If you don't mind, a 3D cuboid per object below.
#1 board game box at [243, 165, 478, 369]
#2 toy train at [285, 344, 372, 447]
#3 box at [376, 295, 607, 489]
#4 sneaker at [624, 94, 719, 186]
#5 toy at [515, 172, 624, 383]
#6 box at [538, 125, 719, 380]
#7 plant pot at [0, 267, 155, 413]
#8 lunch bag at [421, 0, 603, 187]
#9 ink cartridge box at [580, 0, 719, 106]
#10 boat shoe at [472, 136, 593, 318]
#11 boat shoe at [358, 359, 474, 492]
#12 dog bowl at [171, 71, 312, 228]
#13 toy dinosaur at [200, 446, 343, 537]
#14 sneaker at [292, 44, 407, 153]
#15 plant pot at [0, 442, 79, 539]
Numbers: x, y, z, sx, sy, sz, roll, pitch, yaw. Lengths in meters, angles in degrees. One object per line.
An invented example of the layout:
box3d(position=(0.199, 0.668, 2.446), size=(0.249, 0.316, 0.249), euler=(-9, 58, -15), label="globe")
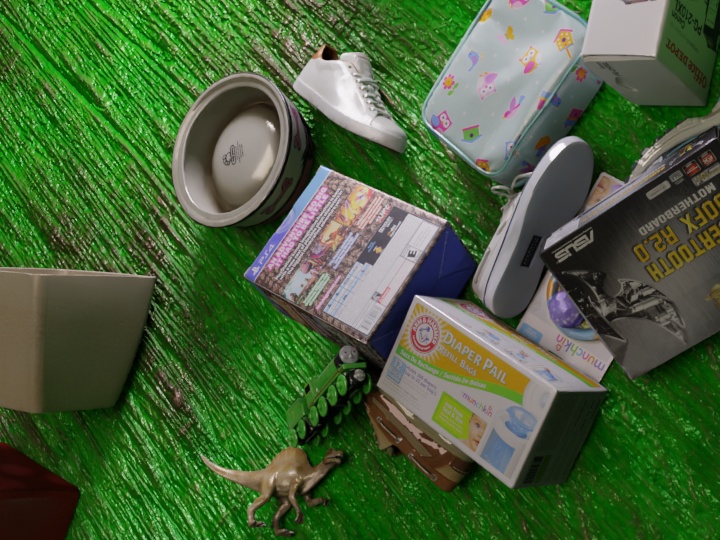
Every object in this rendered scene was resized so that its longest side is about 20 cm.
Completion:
box3d(position=(0.000, 0.000, 1.327), size=(0.199, 0.097, 0.160), euler=(27, 76, 38), label="board game box")
box3d(position=(-0.039, 0.142, 1.329), size=(0.200, 0.041, 0.057), euler=(128, 135, -53), label="toy train")
box3d(position=(0.130, 0.119, 1.214), size=(0.199, 0.101, 0.114), euler=(33, 107, 38), label="box")
box3d(position=(0.338, -0.107, 1.130), size=(0.199, 0.078, 0.087), euler=(-39, 67, 8), label="sneaker")
box3d(position=(0.233, 0.007, 1.209), size=(0.115, 0.047, 0.201), euler=(35, 99, 39), label="toy")
box3d(position=(0.292, -0.013, 1.116), size=(0.199, 0.048, 0.159), euler=(-34, 98, 25), label="box")
box3d(position=(-0.411, 0.090, 1.578), size=(0.198, 0.199, 0.179), euler=(3, 91, 37), label="plant pot")
box3d(position=(0.167, -0.207, 1.296), size=(0.160, 0.077, 0.201), euler=(43, 104, 37), label="lunch bag")
box3d(position=(0.300, -0.278, 1.172), size=(0.084, 0.144, 0.202), euler=(9, 84, 37), label="ink cartridge box")
box3d(position=(0.173, -0.056, 1.262), size=(0.086, 0.074, 0.204), euler=(43, 116, 52), label="boat shoe")
box3d(position=(0.043, 0.166, 1.294), size=(0.199, 0.075, 0.074), euler=(36, 103, 38), label="boat shoe")
box3d(position=(-0.145, -0.145, 1.515), size=(0.198, 0.073, 0.203), euler=(-10, 73, 34), label="dog bowl")
box3d(position=(-0.098, 0.256, 1.398), size=(0.198, 0.058, 0.102), euler=(-10, 57, 26), label="toy dinosaur")
box3d(position=(-0.004, -0.213, 1.427), size=(0.200, 0.072, 0.085), euler=(41, 105, 38), label="sneaker")
box3d(position=(-0.535, 0.350, 1.610), size=(0.199, 0.176, 0.202), euler=(19, 90, 38), label="plant pot")
